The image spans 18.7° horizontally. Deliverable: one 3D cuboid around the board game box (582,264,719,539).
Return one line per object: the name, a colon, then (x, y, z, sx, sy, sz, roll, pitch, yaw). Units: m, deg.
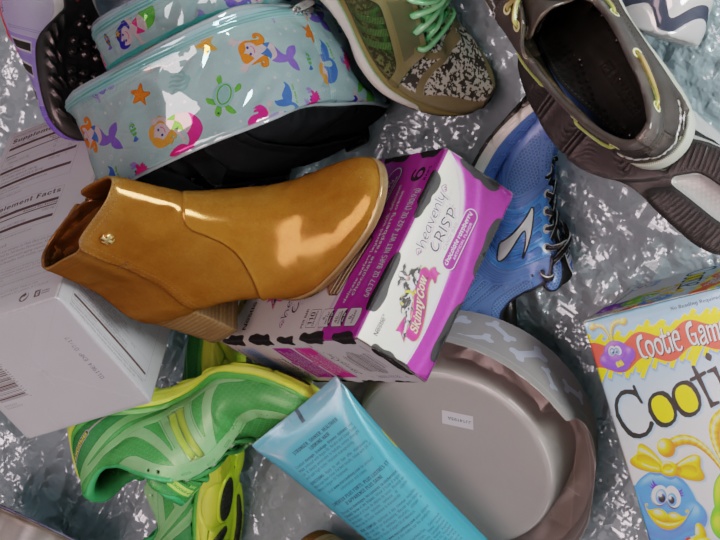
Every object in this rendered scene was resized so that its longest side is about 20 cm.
board game box: (0.231, 0.105, 1.398, 0.102, 0.105, 0.202, -15, 95, 28)

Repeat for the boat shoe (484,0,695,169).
boat shoe: (0.124, -0.147, 1.308, 0.072, 0.060, 0.202, -44, 69, 16)

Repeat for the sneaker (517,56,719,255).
sneaker: (0.186, -0.078, 1.371, 0.201, 0.115, 0.076, 45, 104, 19)

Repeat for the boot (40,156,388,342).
boot: (-0.094, -0.029, 1.361, 0.201, 0.143, 0.071, -36, 43, 33)

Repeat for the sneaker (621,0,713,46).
sneaker: (0.142, -0.228, 1.381, 0.198, 0.079, 0.131, 21, 96, 35)

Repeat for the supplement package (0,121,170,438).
supplement package: (-0.194, -0.005, 1.507, 0.109, 0.201, 0.114, -17, 129, 27)

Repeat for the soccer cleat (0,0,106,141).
soccer cleat: (-0.217, -0.165, 1.535, 0.073, 0.068, 0.201, -38, 53, 38)

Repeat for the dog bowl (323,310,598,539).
dog bowl: (0.069, 0.114, 1.473, 0.198, 0.059, 0.201, 13, 126, 17)

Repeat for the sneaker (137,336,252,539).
sneaker: (-0.126, 0.129, 1.582, 0.083, 0.074, 0.202, 14, 108, 18)

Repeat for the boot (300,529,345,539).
boot: (0.013, 0.299, 1.553, 0.155, 0.073, 0.202, 14, 102, 36)

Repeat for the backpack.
backpack: (-0.096, -0.120, 1.445, 0.177, 0.200, 0.152, -22, 92, 29)

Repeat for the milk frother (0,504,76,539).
milk frother: (-0.284, 0.285, 1.678, 0.199, 0.180, 0.189, 9, 70, 52)

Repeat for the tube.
tube: (0.025, 0.158, 1.439, 0.077, 0.050, 0.200, -41, 107, 16)

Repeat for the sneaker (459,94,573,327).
sneaker: (0.110, -0.037, 1.446, 0.089, 0.079, 0.201, 27, 121, 9)

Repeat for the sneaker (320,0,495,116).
sneaker: (0.029, -0.173, 1.398, 0.200, 0.077, 0.088, 44, 153, -28)

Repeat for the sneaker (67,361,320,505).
sneaker: (-0.107, 0.114, 1.475, 0.199, 0.074, 0.084, -16, 66, 28)

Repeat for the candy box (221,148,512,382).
candy box: (0.000, 0.000, 1.416, 0.061, 0.137, 0.200, 33, 163, -22)
